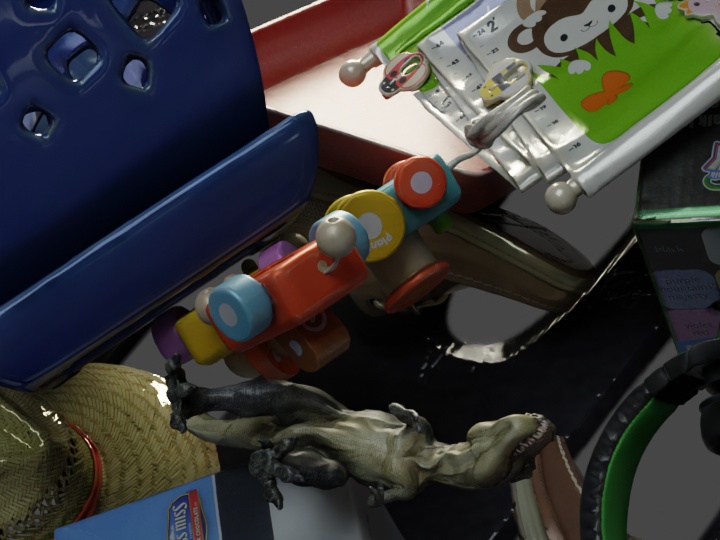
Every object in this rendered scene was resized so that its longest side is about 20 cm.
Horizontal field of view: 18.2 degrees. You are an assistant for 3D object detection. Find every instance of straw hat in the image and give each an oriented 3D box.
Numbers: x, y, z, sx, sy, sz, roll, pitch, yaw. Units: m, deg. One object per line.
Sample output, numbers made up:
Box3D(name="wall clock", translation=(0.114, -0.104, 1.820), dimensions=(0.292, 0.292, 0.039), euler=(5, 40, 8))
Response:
Box3D(name="straw hat", translation=(-0.173, 0.097, 1.058), dimensions=(0.199, 0.085, 0.202), euler=(-12, 48, 14))

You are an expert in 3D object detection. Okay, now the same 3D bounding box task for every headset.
Box3D(name="headset", translation=(0.177, 0.073, 0.836), dimensions=(0.200, 0.094, 0.124), euler=(-36, 61, 26))

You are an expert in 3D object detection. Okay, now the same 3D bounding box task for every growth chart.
Box3D(name="growth chart", translation=(0.090, -0.099, 0.995), dimensions=(0.145, 0.018, 0.200), euler=(-43, 38, -6))

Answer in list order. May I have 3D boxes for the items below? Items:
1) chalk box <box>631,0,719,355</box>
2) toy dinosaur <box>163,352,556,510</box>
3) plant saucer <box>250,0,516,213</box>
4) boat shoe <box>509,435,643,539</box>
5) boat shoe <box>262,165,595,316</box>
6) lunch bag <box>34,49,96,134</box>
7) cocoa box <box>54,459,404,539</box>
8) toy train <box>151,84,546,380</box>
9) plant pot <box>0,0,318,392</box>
Box3D(name="chalk box", translation=(0.193, -0.030, 0.977), dimensions=(0.124, 0.124, 0.201), euler=(-3, 53, 21))
Box3D(name="toy dinosaur", translation=(-0.026, 0.061, 0.852), dimensions=(0.199, 0.088, 0.048), euler=(9, 90, 37))
Box3D(name="plant saucer", translation=(0.038, -0.089, 1.104), dimensions=(0.199, 0.037, 0.199), euler=(20, 33, 34))
Box3D(name="boat shoe", translation=(0.117, 0.149, 0.902), dimensions=(0.071, 0.076, 0.201), euler=(-22, 56, 0))
Box3D(name="boat shoe", translation=(0.022, -0.009, 1.082), dimensions=(0.199, 0.071, 0.065), euler=(21, 98, 34))
Box3D(name="lunch bag", translation=(-0.183, -0.036, 1.130), dimensions=(0.082, 0.161, 0.200), euler=(39, 68, 1))
Box3D(name="cocoa box", translation=(-0.033, 0.193, 0.884), dimensions=(0.130, 0.134, 0.201), euler=(-19, 48, 8))
Box3D(name="toy train", translation=(0.000, 0.000, 0.899), dimensions=(0.200, 0.056, 0.150), euler=(-34, 4, -43))
Box3D(name="plant pot", translation=(-0.128, -0.060, 0.953), dimensions=(0.199, 0.200, 0.180), euler=(-34, 90, -8))
